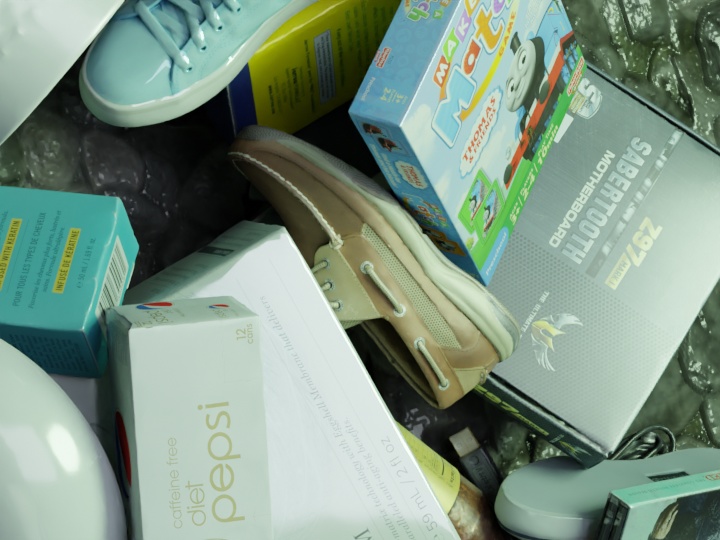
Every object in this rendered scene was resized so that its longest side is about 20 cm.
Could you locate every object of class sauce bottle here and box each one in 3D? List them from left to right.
[{"bbox_3d":[0.033,0.138,1.588,0.200,0.066,0.066,41,63,-20],"label":"sauce bottle"}]

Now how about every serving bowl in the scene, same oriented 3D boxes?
[{"bbox_3d":[-0.217,0.123,1.350,0.200,0.200,0.066,59,36,-9],"label":"serving bowl"}]

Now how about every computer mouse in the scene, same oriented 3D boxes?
[{"bbox_3d":[0.098,0.061,1.658,0.140,0.046,0.200,-29,101,-26],"label":"computer mouse"}]

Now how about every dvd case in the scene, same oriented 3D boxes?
[{"bbox_3d":[0.173,0.212,1.610,0.146,0.022,0.200,-5,119,-44],"label":"dvd case"}]

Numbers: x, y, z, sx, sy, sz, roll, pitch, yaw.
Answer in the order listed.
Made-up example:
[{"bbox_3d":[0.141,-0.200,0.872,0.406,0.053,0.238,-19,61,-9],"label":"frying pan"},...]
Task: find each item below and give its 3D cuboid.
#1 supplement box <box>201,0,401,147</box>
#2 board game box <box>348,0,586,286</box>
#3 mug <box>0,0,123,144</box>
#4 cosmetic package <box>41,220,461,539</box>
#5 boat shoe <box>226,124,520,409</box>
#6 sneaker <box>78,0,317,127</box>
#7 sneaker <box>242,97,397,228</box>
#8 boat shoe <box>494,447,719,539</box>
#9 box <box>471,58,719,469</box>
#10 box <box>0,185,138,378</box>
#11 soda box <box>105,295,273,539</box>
[{"bbox_3d":[-0.016,-0.172,1.530,0.200,0.110,0.109,-32,68,-12],"label":"supplement box"},{"bbox_3d":[0.062,-0.100,1.492,0.151,0.037,0.200,-65,155,-16],"label":"board game box"},{"bbox_3d":[-0.240,-0.147,1.436,0.175,0.148,0.200,41,93,-11],"label":"mug"},{"bbox_3d":[-0.087,0.109,1.450,0.200,0.123,0.200,-31,99,-9],"label":"cosmetic package"},{"bbox_3d":[0.000,0.000,1.502,0.200,0.076,0.072,42,78,-13],"label":"boat shoe"},{"bbox_3d":[-0.069,-0.157,1.421,0.200,0.082,0.074,-40,69,-13],"label":"sneaker"},{"bbox_3d":[-0.051,-0.053,1.577,0.200,0.075,0.106,-38,83,-24],"label":"sneaker"},{"bbox_3d":[0.154,0.159,1.631,0.202,0.075,0.086,-4,118,-42],"label":"boat shoe"},{"bbox_3d":[0.126,-0.009,1.606,0.158,0.051,0.200,34,74,-2],"label":"box"},{"bbox_3d":[-0.220,-0.001,1.385,0.200,0.049,0.082,5,59,12],"label":"box"},{"bbox_3d":[-0.082,0.117,1.346,0.068,0.064,0.200,-6,101,-15],"label":"soda box"}]
